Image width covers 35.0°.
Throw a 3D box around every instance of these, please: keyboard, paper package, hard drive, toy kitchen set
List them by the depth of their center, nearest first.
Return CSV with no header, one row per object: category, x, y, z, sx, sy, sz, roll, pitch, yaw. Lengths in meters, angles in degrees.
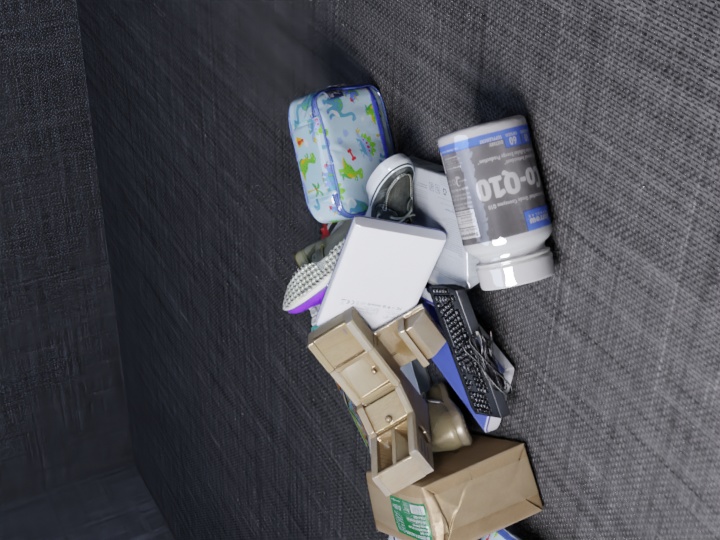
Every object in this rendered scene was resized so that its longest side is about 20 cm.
keyboard,0.145,0.114,1.567,0.104,0.040,0.200,-6,109,56
toy kitchen set,0.047,0.160,1.598,0.200,0.163,0.180,52,-165,-21
hard drive,0.026,0.013,1.623,0.025,0.132,0.200,-96,21,-47
paper package,0.131,0.318,1.658,0.200,0.191,0.104,-5,102,65
hard drive,0.150,0.122,1.680,0.200,0.025,0.132,54,149,39
hard drive,0.061,0.180,1.931,0.200,0.027,0.132,-22,84,67

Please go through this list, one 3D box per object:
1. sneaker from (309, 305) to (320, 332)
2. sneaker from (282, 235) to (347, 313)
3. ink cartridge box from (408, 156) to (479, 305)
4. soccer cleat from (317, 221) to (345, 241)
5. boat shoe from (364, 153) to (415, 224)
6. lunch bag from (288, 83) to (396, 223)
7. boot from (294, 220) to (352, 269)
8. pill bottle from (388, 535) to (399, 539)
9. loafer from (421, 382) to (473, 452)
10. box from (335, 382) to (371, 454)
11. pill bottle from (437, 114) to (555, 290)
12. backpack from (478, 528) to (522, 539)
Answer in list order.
sneaker,-0.048,0.068,2.044,0.078,0.091,0.200,-28,50,25
sneaker,-0.028,0.024,1.691,0.200,0.100,0.070,-34,34,36
ink cartridge box,0.112,-0.050,1.639,0.200,0.041,0.200,28,124,58
soccer cleat,-0.030,-0.107,1.912,0.069,0.085,0.200,70,-167,-52
boat shoe,0.050,-0.087,1.643,0.071,0.072,0.200,56,157,26
lunch bag,-0.018,-0.179,1.721,0.082,0.161,0.200,-11,93,44
boot,0.000,0.000,1.775,0.200,0.155,0.072,56,-174,36
pill bottle,0.117,0.424,1.844,0.120,0.120,0.200,67,156,15
loafer,0.116,0.223,1.734,0.200,0.067,0.076,-139,29,-82
box,-0.003,0.220,2.035,0.200,0.035,0.110,-121,19,-50
pill bottle,0.172,-0.082,1.414,0.114,0.114,0.200,-7,99,66
backpack,0.194,0.451,1.618,0.200,0.147,0.183,24,156,55
